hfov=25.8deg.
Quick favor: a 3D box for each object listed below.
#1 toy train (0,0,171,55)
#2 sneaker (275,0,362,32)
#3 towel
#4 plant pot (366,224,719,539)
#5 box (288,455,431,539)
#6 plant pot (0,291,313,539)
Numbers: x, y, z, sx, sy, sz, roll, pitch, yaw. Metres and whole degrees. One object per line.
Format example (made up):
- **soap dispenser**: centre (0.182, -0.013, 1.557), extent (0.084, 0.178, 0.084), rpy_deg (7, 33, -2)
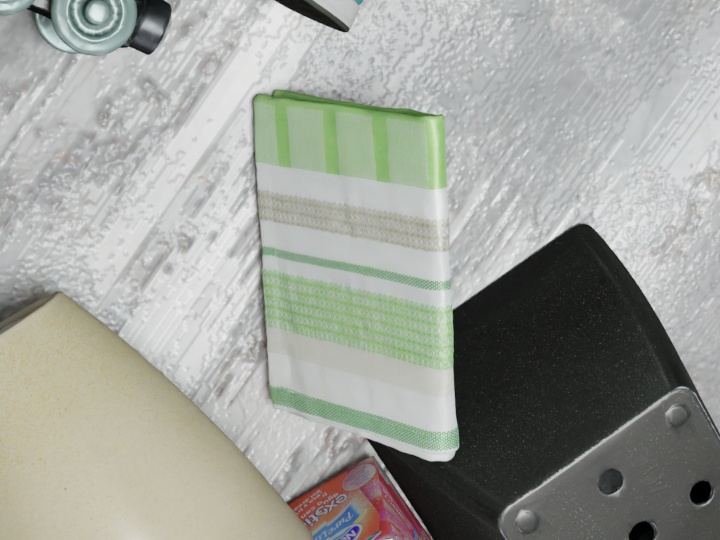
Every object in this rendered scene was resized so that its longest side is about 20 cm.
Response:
- **toy train**: centre (-0.182, -0.190, 0.832), extent (0.199, 0.085, 0.114), rpy_deg (22, 91, -22)
- **sneaker**: centre (-0.034, -0.217, 0.834), extent (0.121, 0.083, 0.200), rpy_deg (-63, 152, -1)
- **towel**: centre (0.000, 0.000, 0.919), extent (0.031, 0.149, 0.201), rpy_deg (-19, 113, -45)
- **plant pot**: centre (0.137, 0.123, 0.972), extent (0.199, 0.177, 0.200), rpy_deg (-34, 112, -4)
- **box**: centre (0.024, 0.236, 1.009), extent (0.094, 0.103, 0.200), rpy_deg (-30, 114, 6)
- **plant pot**: centre (-0.156, 0.120, 0.899), extent (0.187, 0.187, 0.201), rpy_deg (-31, 98, -5)
